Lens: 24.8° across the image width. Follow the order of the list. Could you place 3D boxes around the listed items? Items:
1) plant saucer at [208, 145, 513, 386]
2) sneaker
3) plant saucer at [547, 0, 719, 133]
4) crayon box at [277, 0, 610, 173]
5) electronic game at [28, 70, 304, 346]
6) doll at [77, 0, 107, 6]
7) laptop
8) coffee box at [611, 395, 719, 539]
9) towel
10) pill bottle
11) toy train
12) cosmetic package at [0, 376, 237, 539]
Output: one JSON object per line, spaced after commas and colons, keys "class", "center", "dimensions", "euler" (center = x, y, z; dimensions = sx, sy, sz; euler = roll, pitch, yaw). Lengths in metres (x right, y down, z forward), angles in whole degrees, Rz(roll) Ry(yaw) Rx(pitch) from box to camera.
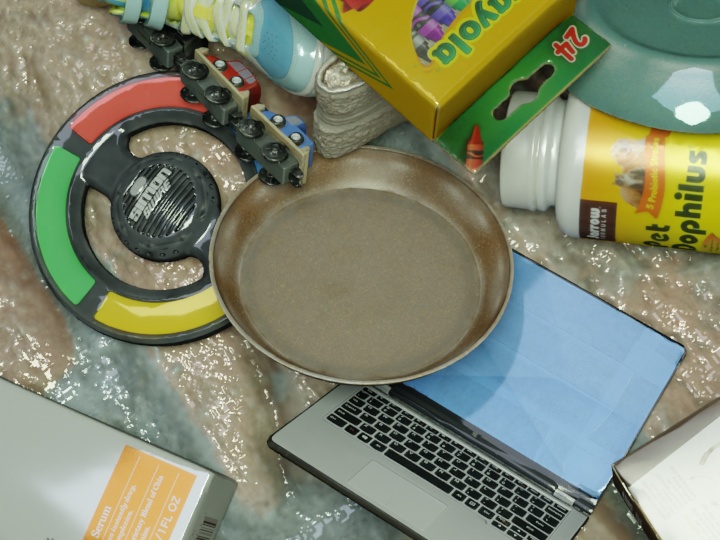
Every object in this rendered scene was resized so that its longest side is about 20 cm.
{"class": "plant saucer", "center": [0.000, 0.000, 1.079], "dimensions": [0.200, 0.032, 0.201], "euler": [2, 51, -3]}
{"class": "sneaker", "center": [-0.105, -0.175, 1.101], "dimensions": [0.200, 0.130, 0.080], "euler": [48, 133, 48]}
{"class": "plant saucer", "center": [0.219, -0.157, 1.058], "dimensions": [0.199, 0.036, 0.200], "euler": [-1, 38, 1]}
{"class": "crayon box", "center": [0.041, -0.170, 0.983], "dimensions": [0.200, 0.051, 0.127], "euler": [42, 75, 14]}
{"class": "electronic game", "center": [-0.138, -0.045, 1.154], "dimensions": [0.199, 0.042, 0.201], "euler": [-2, 77, 10]}
{"class": "doll", "center": [-0.168, -0.296, 1.214], "dimensions": [0.136, 0.048, 0.201], "euler": [0, 76, -1]}
{"class": "laptop", "center": [0.079, 0.081, 1.051], "dimensions": [0.187, 0.200, 0.116], "euler": [30, 117, 16]}
{"class": "coffee box", "center": [0.259, 0.105, 1.010], "dimensions": [0.200, 0.114, 0.080], "euler": [-32, 74, 1]}
{"class": "towel", "center": [0.056, -0.145, 1.079], "dimensions": [0.200, 0.133, 0.035], "euler": [-31, 77, -10]}
{"class": "pill bottle", "center": [0.195, -0.070, 1.065], "dimensions": [0.199, 0.109, 0.110], "euler": [6, 78, 12]}
{"class": "toy train", "center": [-0.094, -0.124, 1.134], "dimensions": [0.046, 0.034, 0.200], "euler": [-26, 57, -29]}
{"class": "cosmetic package", "center": [-0.197, 0.147, 1.104], "dimensions": [0.200, 0.071, 0.102], "euler": [21, 82, 15]}
